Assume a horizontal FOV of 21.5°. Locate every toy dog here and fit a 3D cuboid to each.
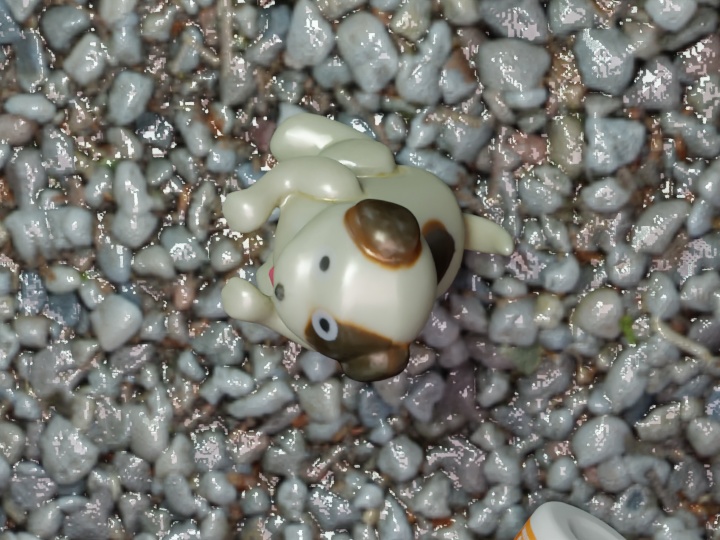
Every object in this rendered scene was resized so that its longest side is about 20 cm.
[{"bbox_3d":[0.000,0.000,1.228,0.192,0.200,0.141,16,106,0],"label":"toy dog"}]

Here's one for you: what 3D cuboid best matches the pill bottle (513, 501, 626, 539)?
[{"bbox_3d":[0.117,0.273,1.337,0.112,0.113,0.201,33,104,-5],"label":"pill bottle"}]
